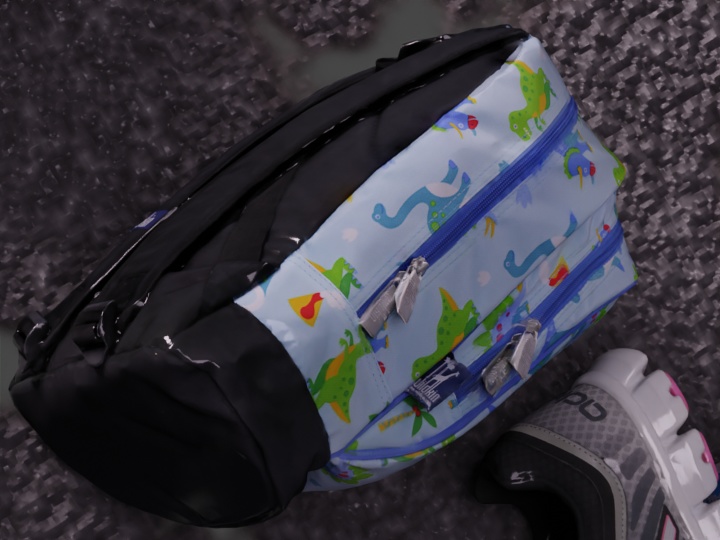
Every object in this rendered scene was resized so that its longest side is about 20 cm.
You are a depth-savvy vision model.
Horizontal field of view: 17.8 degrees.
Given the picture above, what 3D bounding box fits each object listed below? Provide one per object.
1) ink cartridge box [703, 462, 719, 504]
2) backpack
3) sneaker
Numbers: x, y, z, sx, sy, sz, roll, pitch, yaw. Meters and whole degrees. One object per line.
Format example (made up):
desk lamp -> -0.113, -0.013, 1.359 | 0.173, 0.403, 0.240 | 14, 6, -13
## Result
ink cartridge box -> 0.210, 0.148, 0.821 | 0.086, 0.146, 0.200 | -23, 88, -21
backpack -> 0.000, 0.000, 0.790 | 0.154, 0.163, 0.200 | 42, 65, -15
sneaker -> 0.102, 0.133, 0.832 | 0.087, 0.074, 0.200 | -21, 83, -19
